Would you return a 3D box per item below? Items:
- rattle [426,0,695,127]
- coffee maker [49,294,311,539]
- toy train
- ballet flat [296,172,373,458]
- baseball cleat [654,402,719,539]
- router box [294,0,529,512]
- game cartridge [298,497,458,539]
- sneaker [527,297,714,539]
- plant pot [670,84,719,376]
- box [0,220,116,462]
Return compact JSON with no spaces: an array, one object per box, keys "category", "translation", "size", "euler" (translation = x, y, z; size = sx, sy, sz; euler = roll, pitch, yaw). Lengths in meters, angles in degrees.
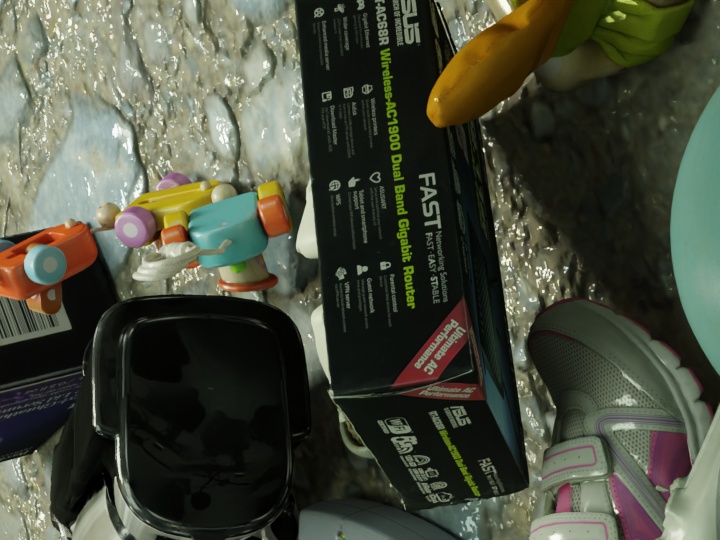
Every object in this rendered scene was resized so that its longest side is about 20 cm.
[{"category":"rattle","translation":[0.048,-0.169,0.908],"size":[0.200,0.143,0.130],"euler":[71,163,-1]},{"category":"coffee maker","translation":[-0.114,0.089,1.187],"size":[0.192,0.135,0.200],"euler":[62,154,16]},{"category":"toy train","translation":[-0.123,-0.003,1.195],"size":[0.200,0.150,0.056],"euler":[4,118,50]},{"category":"ballet flat","translation":[0.000,0.000,1.088],"size":[0.067,0.064,0.200],"euler":[-10,92,55]},{"category":"baseball cleat","translation":[0.190,0.062,0.852],"size":[0.106,0.070,0.200],"euler":[24,109,6]},{"category":"router box","translation":[0.024,-0.011,0.937],"size":[0.150,0.062,0.200],"euler":[62,-160,-63]},{"category":"game cartridge","translation":[0.034,0.205,1.133],"size":[0.200,0.041,0.133],"euler":[28,126,47]},{"category":"sneaker","translation":[0.114,0.108,0.928],"size":[0.200,0.088,0.081],"euler":[67,158,15]},{"category":"plant pot","translation":[0.199,-0.015,0.701],"size":[0.161,0.201,0.201],"euler":[-1,100,65]},{"category":"box","translation":[-0.266,0.063,1.411],"size":[0.200,0.148,0.104],"euler":[-41,68,53]}]
